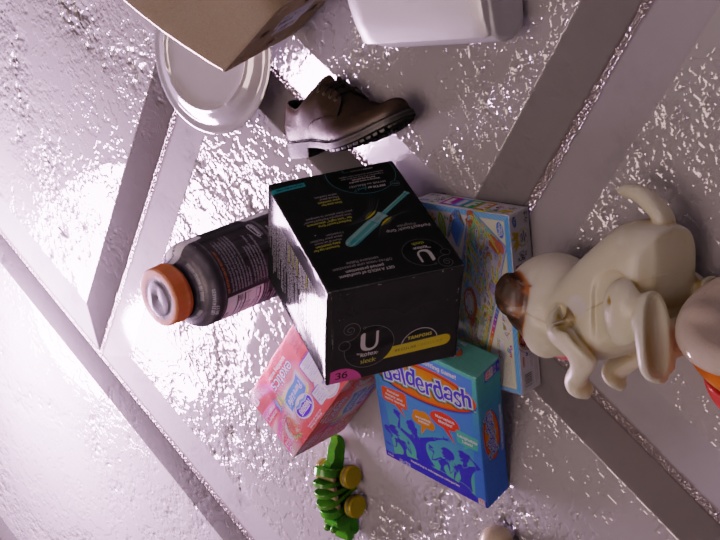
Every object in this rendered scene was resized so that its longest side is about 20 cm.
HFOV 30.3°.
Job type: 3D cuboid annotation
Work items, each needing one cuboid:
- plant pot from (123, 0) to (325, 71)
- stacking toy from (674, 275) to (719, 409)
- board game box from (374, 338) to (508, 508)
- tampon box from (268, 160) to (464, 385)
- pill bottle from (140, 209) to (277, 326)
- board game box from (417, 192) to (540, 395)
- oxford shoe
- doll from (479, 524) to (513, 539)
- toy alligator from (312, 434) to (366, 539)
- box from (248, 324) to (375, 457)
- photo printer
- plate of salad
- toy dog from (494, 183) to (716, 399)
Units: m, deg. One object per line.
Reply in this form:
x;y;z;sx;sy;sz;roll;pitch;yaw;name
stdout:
-0.130;-0.336;1.426;0.177;0.200;0.200;53;138;-1;plant pot
0.364;0.109;1.169;0.146;0.146;0.200;14;135;42;stacking toy
0.087;0.154;1.480;0.152;0.045;0.200;23;137;36;board game box
0.000;0.000;1.404;0.200;0.149;0.127;-121;26;-47;tampon box
-0.166;0.002;1.599;0.106;0.200;0.107;21;122;39;pill bottle
0.124;0.023;1.427;0.134;0.034;0.201;13;116;43;board game box
-0.021;-0.174;1.464;0.200;0.073;0.085;-3;103;47;oxford shoe
0.203;0.367;1.489;0.200;0.048;0.137;53;147;25;doll
-0.031;0.308;1.705;0.059;0.054;0.201;10;114;44;toy alligator
-0.041;0.121;1.601;0.103;0.095;0.200;50;137;18;box
0.060;-0.306;1.318;0.200;0.069;0.167;7;113;45;photo printer
-0.174;-0.265;1.603;0.200;0.048;0.201;10;106;38;plate of salad
0.219;0.028;1.254;0.200;0.139;0.195;-11;99;50;toy dog
